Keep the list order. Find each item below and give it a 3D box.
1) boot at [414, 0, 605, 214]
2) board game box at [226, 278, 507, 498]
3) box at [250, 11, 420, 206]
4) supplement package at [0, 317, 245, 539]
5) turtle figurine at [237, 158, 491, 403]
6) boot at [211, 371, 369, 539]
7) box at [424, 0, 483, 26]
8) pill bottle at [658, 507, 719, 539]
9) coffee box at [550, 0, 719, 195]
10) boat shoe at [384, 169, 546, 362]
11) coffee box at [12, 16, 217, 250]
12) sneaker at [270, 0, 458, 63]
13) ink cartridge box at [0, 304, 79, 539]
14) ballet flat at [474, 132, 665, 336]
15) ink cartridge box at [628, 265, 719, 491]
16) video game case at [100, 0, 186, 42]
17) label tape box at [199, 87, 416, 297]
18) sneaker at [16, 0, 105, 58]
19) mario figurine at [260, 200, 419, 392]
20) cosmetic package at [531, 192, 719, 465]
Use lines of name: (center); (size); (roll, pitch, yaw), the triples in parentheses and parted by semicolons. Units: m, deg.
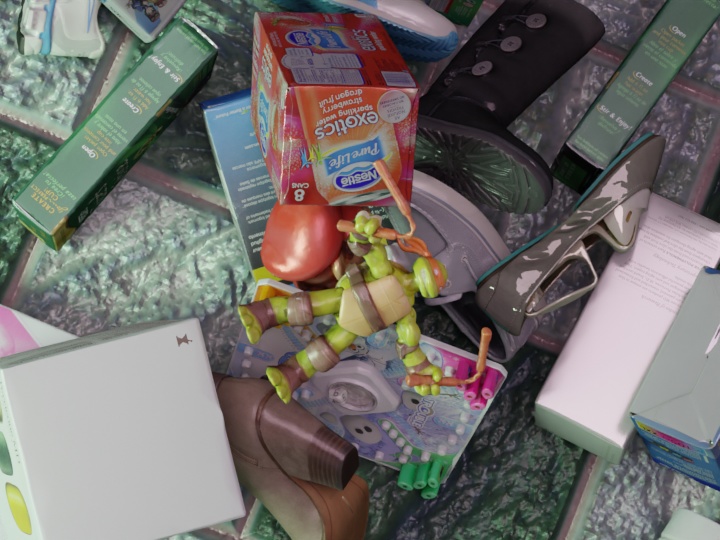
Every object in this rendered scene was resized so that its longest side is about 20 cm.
boot: (0.134, -0.140, 1.668); (0.165, 0.066, 0.200); (26, 50, 30)
board game box: (-0.006, 0.098, 1.624); (0.200, 0.200, 0.026); (21, 56, -2)
box: (-0.023, -0.124, 1.553); (0.100, 0.200, 0.096); (1, 112, -10)
supplement package: (-0.197, 0.126, 1.564); (0.151, 0.200, 0.152); (-14, 92, -18)
turtle figurine: (-0.004, 0.019, 1.500); (0.161, 0.064, 0.200); (-23, 121, 2)
boot: (-0.071, 0.162, 1.648); (0.146, 0.200, 0.070); (23, 46, 20)
box: (0.103, -0.315, 1.724); (0.048, 0.117, 0.200); (17, 81, -3)
pill bottle: (0.245, 0.299, 1.658); (0.114, 0.114, 0.200); (33, 82, 0)
coffee box: (0.233, -0.160, 1.714); (0.044, 0.123, 0.200); (36, 83, 4)
boat shoe: (0.076, 0.000, 1.665); (0.201, 0.070, 0.072); (47, 60, -31)
coffee box: (-0.196, -0.107, 1.665); (0.044, 0.123, 0.200); (41, 80, -1)
sneaker: (-0.001, -0.238, 1.704); (0.200, 0.077, 0.081); (29, 77, 20)
ink cartridge box: (-0.318, 0.122, 1.673); (0.200, 0.043, 0.196); (22, 82, -3)
ballet flat: (0.179, -0.024, 1.634); (0.200, 0.067, 0.064); (-41, 74, -3)
ink cartridge box: (0.287, 0.094, 1.657); (0.076, 0.200, 0.136); (25, 80, 19)
video game case: (-0.180, -0.320, 1.702); (0.182, 0.022, 0.200); (43, 69, -19)
label tape box: (-0.036, -0.061, 1.701); (0.144, 0.063, 0.200); (-17, 102, -7)
sneaker: (-0.228, -0.268, 1.724); (0.087, 0.075, 0.200); (11, 85, -17)
mario figurine: (0.000, 0.000, 1.603); (0.123, 0.200, 0.106); (-9, 45, 18)
cosmetic package: (0.220, 0.048, 1.688); (0.085, 0.108, 0.200); (26, 82, 9)
